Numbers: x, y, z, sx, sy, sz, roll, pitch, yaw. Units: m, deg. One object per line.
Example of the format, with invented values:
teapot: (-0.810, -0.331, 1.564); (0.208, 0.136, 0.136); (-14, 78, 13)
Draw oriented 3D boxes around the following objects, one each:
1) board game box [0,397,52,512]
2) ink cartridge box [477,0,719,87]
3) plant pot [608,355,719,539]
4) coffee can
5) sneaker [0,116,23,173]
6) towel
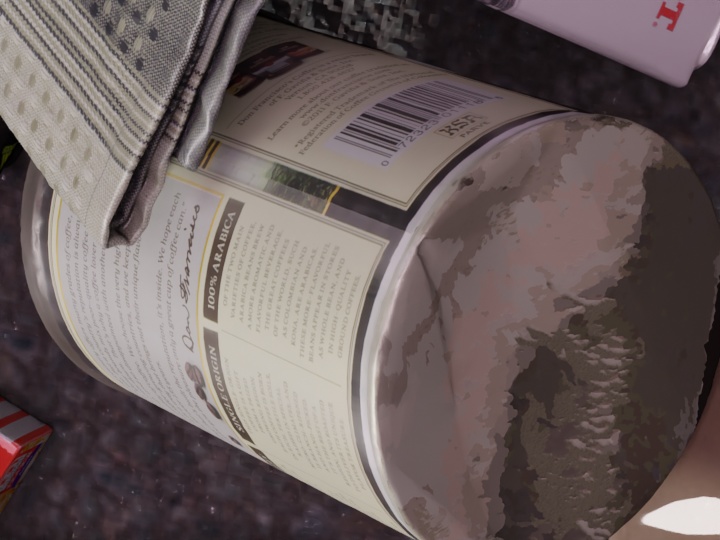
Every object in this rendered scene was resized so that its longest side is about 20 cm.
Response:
board game box: (-0.236, 0.106, 0.987); (0.151, 0.046, 0.200); (32, 99, 6)
ink cartridge box: (0.046, -0.169, 0.855); (0.199, 0.084, 0.146); (21, 99, -24)
plant pot: (0.180, 0.060, 0.855); (0.174, 0.200, 0.201); (-11, 93, 30)
coffee can: (0.000, 0.000, 0.839); (0.200, 0.146, 0.147); (23, 101, 49)
sneaker: (-0.137, -0.076, 0.944); (0.199, 0.074, 0.088); (-21, 90, 16)
towel: (-0.081, -0.133, 0.806); (0.200, 0.034, 0.193); (50, 124, 40)
